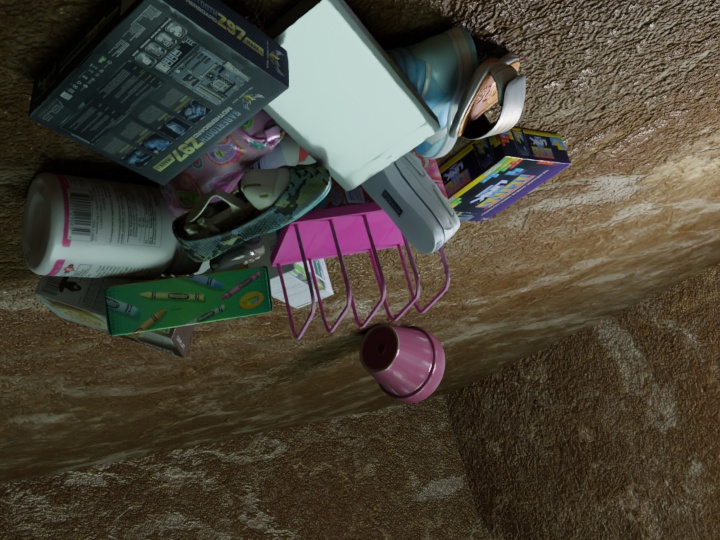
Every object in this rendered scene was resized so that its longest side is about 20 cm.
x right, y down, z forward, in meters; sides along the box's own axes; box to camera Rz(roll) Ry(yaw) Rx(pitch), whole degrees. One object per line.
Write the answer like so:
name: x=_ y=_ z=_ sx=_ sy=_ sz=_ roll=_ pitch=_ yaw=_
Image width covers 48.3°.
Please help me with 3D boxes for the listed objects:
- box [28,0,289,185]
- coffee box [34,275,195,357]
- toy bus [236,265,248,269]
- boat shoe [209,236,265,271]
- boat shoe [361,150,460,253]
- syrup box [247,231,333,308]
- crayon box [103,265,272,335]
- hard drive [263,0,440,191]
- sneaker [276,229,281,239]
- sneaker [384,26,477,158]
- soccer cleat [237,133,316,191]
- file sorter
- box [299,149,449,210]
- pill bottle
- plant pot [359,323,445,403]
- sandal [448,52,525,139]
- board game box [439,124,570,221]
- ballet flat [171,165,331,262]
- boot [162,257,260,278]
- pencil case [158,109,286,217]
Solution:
box: x=-0.186 y=-0.172 z=0.742 sx=0.198 sy=0.052 sz=0.156 roll=-28 pitch=142 yaw=34
coffee box: x=-0.332 y=0.044 z=1.119 sx=0.195 sy=0.082 sz=0.115 roll=18 pitch=162 yaw=2
toy bus: x=-0.250 y=0.014 z=1.291 sx=0.195 sy=0.067 sz=0.078 roll=-8 pitch=159 yaw=-27
boat shoe: x=-0.165 y=-0.052 z=1.014 sx=0.073 sy=0.075 sz=0.200 roll=-20 pitch=-167 yaw=-6
boat shoe: x=0.047 y=-0.116 z=0.992 sx=0.065 sy=0.202 sz=0.073 roll=-34 pitch=179 yaw=-31
syrup box: x=-0.117 y=-0.002 z=1.343 sx=0.080 sy=0.081 sz=0.200 roll=-21 pitch=162 yaw=12
crayon box: x=-0.214 y=0.036 z=1.004 sx=0.195 sy=0.060 sz=0.119 roll=-8 pitch=-179 yaw=-14
hard drive: x=-0.023 y=-0.178 z=0.824 sx=0.130 sy=0.027 sz=0.199 roll=-31 pitch=133 yaw=21
sneaker: x=-0.032 y=-0.068 z=1.229 sx=0.195 sy=0.080 sz=0.066 roll=-17 pitch=161 yaw=-6
sneaker: x=0.053 y=-0.193 z=0.930 sx=0.127 sy=0.081 sz=0.201 roll=-15 pitch=153 yaw=-13
soccer cleat: x=-0.103 y=-0.147 z=0.964 sx=0.073 sy=0.070 sz=0.198 roll=33 pitch=148 yaw=-26
file sorter: x=0.000 y=0.000 z=1.041 sx=0.195 sy=0.128 sz=0.139 roll=-9 pitch=161 yaw=-20
box: x=0.018 y=-0.110 z=1.105 sx=0.196 sy=0.102 sz=0.095 roll=-2 pitch=158 yaw=-40
pill bottle: x=-0.288 y=-0.048 z=0.959 sx=0.197 sy=0.116 sz=0.113 roll=5 pitch=154 yaw=-41
plant pot: x=0.096 y=0.228 z=2.100 sx=0.197 sy=0.204 sz=0.178 roll=-26 pitch=145 yaw=27
sandal: x=0.161 y=-0.197 z=0.906 sx=0.207 sy=0.058 sz=0.080 roll=-44 pitch=162 yaw=-52
board game box: x=0.201 y=-0.144 z=1.254 sx=0.162 sy=0.058 sz=0.199 roll=-1 pitch=157 yaw=-39
ballet flat: x=-0.126 y=-0.070 z=0.875 sx=0.197 sy=0.076 sz=0.074 roll=-28 pitch=160 yaw=20
boot: x=-0.228 y=-0.039 z=1.138 sx=0.147 sy=0.074 sz=0.201 roll=-22 pitch=153 yaw=-4
pencil case: x=-0.157 y=-0.128 z=0.906 sx=0.086 sy=0.089 sz=0.199 roll=-3 pitch=156 yaw=-38
